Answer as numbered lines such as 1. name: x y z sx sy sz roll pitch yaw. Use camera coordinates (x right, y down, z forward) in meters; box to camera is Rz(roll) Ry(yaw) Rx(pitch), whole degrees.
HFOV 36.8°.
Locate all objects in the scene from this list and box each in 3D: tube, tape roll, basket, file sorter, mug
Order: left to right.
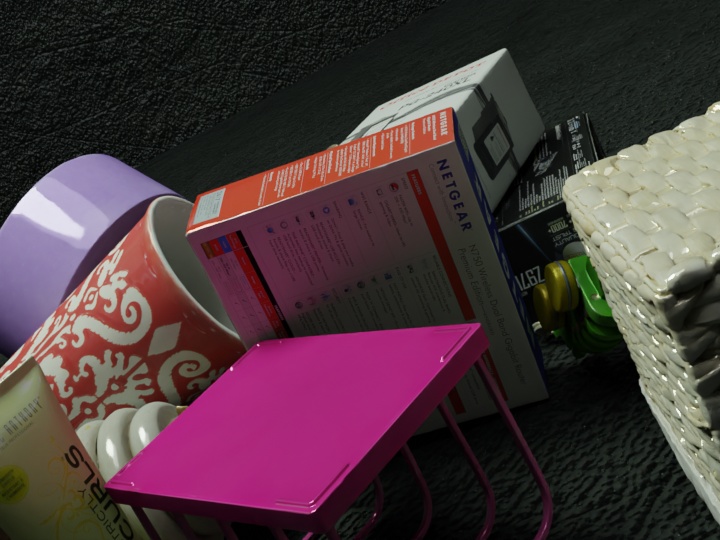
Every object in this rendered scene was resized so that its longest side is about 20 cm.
1. tube: -0.159 0.153 0.614 0.051 0.202 0.058 -27 16 6
2. tape roll: -0.234 0.006 0.957 0.084 0.202 0.200 27 44 18
3. mug: -0.166 0.059 0.823 0.199 0.134 0.177 -40 -7 17
4. file sorter: -0.015 0.126 0.595 0.198 0.127 0.139 -8 27 50
5. basket: 0.223 0.005 0.516 0.196 0.163 0.200 -27 16 7

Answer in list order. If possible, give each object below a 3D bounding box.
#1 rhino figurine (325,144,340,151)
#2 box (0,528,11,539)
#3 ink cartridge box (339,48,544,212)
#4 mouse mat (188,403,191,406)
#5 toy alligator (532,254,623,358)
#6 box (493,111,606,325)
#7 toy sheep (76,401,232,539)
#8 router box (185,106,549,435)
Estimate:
1. rhino figurine: 0.000 0.000 0.763 0.087 0.203 0.060 20 43 37
2. box: -0.328 0.196 0.714 0.199 0.162 0.169 16 87 65
3. ink cartridge box: 0.047 -0.083 0.865 0.144 0.084 0.200 -19 21 35
4. mouse mat: -0.109 0.071 0.910 0.159 0.008 0.200 -27 20 4
5. toy alligator: 0.145 0.031 0.691 0.058 0.055 0.200 -13 -19 -6
6. box: 0.132 -0.032 0.876 0.162 0.087 0.201 -24 18 16
7. toy sheep: -0.153 0.159 0.724 0.199 0.138 0.138 -41 16 7
8. router box: 0.010 0.019 0.702 0.177 0.202 0.049 -17 30 13
